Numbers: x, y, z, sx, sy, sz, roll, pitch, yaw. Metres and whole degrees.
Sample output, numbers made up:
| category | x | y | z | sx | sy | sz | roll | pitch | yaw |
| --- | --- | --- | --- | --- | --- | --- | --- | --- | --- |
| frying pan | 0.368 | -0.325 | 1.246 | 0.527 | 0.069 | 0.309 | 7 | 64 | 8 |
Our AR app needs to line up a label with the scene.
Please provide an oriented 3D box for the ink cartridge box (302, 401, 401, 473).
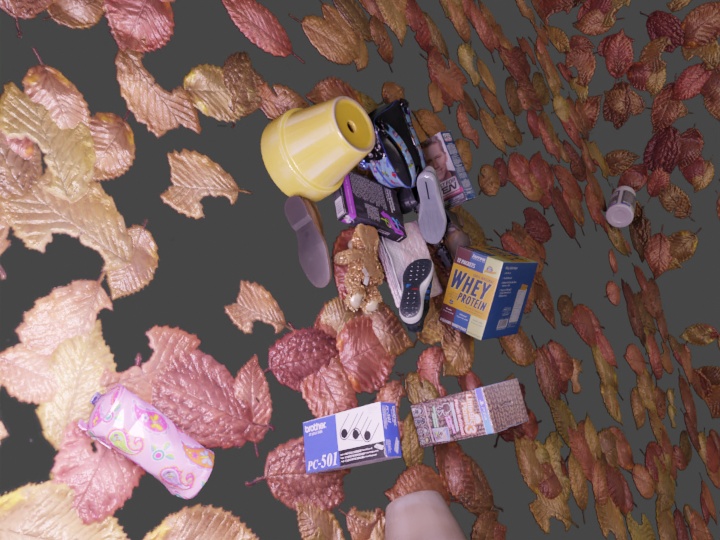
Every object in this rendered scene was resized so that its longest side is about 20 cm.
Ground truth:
| category | x | y | z | sx | sy | sz | roll | pitch | yaw |
| --- | --- | --- | --- | --- | --- | --- | --- | --- | --- |
| ink cartridge box | -0.019 | 0.302 | 1.204 | 0.044 | 0.199 | 0.095 | 15 | 60 | -45 |

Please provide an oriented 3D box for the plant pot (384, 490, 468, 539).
| category | x | y | z | sx | sy | sz | roll | pitch | yaw |
| --- | --- | --- | --- | --- | --- | --- | --- | --- | --- |
| plant pot | 0.123 | 0.530 | 1.292 | 0.199 | 0.200 | 0.174 | 25 | 36 | -40 |

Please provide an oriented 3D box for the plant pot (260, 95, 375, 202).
| category | x | y | z | sx | sy | sz | roll | pitch | yaw |
| --- | --- | --- | --- | --- | --- | --- | --- | --- | --- |
| plant pot | -0.079 | -0.270 | 1.432 | 0.200 | 0.188 | 0.202 | 24 | 55 | -40 |

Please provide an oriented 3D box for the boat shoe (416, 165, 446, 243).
| category | x | y | z | sx | sy | sz | roll | pitch | yaw |
| --- | --- | --- | --- | --- | --- | --- | --- | --- | --- |
| boat shoe | 0.185 | -0.166 | 1.690 | 0.067 | 0.073 | 0.201 | -60 | 151 | -48 |

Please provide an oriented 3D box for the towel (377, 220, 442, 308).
| category | x | y | z | sx | sy | sz | roll | pitch | yaw |
| --- | --- | --- | --- | --- | --- | --- | --- | --- | --- |
| towel | 0.120 | -0.020 | 1.667 | 0.190 | 0.032 | 0.201 | -14 | 84 | -52 |

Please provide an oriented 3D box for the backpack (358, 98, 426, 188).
| category | x | y | z | sx | sy | sz | roll | pitch | yaw |
| --- | --- | --- | --- | --- | --- | --- | --- | --- | --- |
| backpack | 0.072 | -0.297 | 1.665 | 0.201 | 0.134 | 0.183 | 62 | 38 | -18 |

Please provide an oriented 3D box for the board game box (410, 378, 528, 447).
| category | x | y | z | sx | sy | sz | roll | pitch | yaw |
| --- | --- | --- | --- | --- | --- | --- | --- | --- | --- |
| board game box | 0.243 | 0.319 | 1.505 | 0.159 | 0.199 | 0.098 | 0 | 72 | -50 |

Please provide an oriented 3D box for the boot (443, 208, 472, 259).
| category | x | y | z | sx | sy | sz | roll | pitch | yaw |
| --- | --- | --- | --- | --- | --- | --- | --- | --- | --- |
| boot | 0.236 | -0.101 | 1.797 | 0.097 | 0.075 | 0.201 | 32 | 28 | -29 |

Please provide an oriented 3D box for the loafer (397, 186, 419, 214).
| category | x | y | z | sx | sy | sz | roll | pitch | yaw |
| --- | --- | --- | --- | --- | --- | --- | --- | --- | --- |
| loafer | 0.139 | -0.234 | 1.764 | 0.068 | 0.070 | 0.202 | 39 | 46 | -31 |

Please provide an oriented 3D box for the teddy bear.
| category | x | y | z | sx | sy | sz | roll | pitch | yaw |
| --- | --- | --- | --- | --- | --- | --- | --- | --- | --- |
| teddy bear | 0.000 | 0.000 | 1.501 | 0.144 | 0.067 | 0.202 | -8 | 84 | -41 |

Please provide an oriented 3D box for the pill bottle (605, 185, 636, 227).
| category | x | y | z | sx | sy | sz | roll | pitch | yaw |
| --- | --- | --- | --- | --- | --- | --- | --- | --- | --- |
| pill bottle | 1.142 | -0.283 | 2.938 | 0.114 | 0.113 | 0.200 | 54 | 40 | -15 |

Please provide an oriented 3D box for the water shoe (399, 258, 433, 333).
| category | x | y | z | sx | sy | sz | roll | pitch | yaw |
| --- | --- | --- | --- | --- | --- | --- | --- | --- | --- |
| water shoe | 0.131 | 0.058 | 1.585 | 0.079 | 0.071 | 0.201 | 73 | 28 | -42 |

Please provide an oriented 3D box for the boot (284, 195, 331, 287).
| category | x | y | z | sx | sy | sz | roll | pitch | yaw |
| --- | --- | --- | --- | --- | --- | --- | --- | --- | --- |
| boot | -0.093 | -0.062 | 1.412 | 0.075 | 0.073 | 0.201 | 0 | 69 | -60 |

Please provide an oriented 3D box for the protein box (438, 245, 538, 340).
| category | x | y | z | sx | sy | sz | roll | pitch | yaw |
| --- | --- | --- | --- | --- | --- | --- | --- | --- | --- |
| protein box | 0.328 | 0.053 | 1.720 | 0.198 | 0.134 | 0.202 | -1 | 109 | -50 |

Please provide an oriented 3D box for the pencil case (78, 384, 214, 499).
| category | x | y | z | sx | sy | sz | roll | pitch | yaw |
| --- | --- | --- | --- | --- | --- | --- | --- | --- | --- |
| pencil case | -0.309 | 0.252 | 0.987 | 0.200 | 0.087 | 0.088 | 45 | 43 | -24 |

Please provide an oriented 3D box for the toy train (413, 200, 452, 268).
| category | x | y | z | sx | sy | sz | roll | pitch | yaw |
| --- | --- | --- | --- | --- | --- | --- | --- | --- | --- |
| toy train | 0.195 | -0.100 | 1.791 | 0.201 | 0.034 | 0.046 | 61 | 24 | -11 |

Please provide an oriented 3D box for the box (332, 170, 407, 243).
| category | x | y | z | sx | sy | sz | roll | pitch | yaw |
| --- | --- | --- | --- | --- | --- | --- | --- | --- | --- |
| box | 0.019 | -0.155 | 1.586 | 0.199 | 0.036 | 0.144 | 18 | 49 | -38 |

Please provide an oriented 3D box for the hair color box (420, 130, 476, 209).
| category | x | y | z | sx | sy | sz | roll | pitch | yaw |
| --- | --- | --- | --- | --- | --- | --- | --- | --- | --- |
| hair color box | 0.235 | -0.275 | 1.875 | 0.060 | 0.100 | 0.201 | -18 | 86 | -50 |
